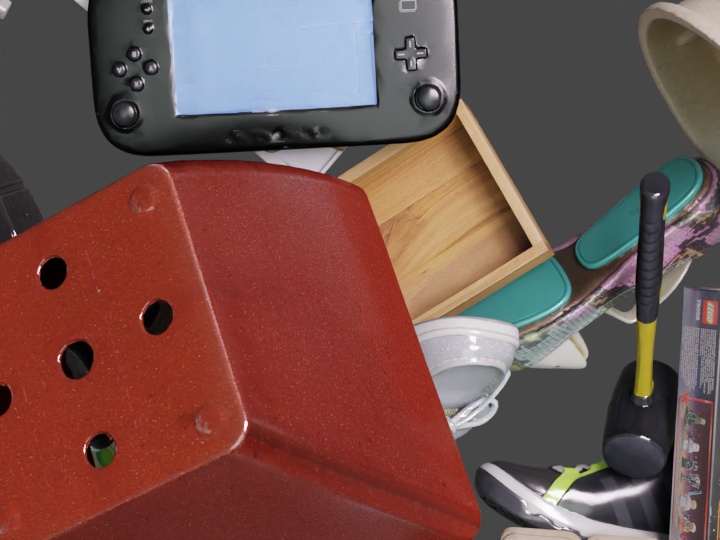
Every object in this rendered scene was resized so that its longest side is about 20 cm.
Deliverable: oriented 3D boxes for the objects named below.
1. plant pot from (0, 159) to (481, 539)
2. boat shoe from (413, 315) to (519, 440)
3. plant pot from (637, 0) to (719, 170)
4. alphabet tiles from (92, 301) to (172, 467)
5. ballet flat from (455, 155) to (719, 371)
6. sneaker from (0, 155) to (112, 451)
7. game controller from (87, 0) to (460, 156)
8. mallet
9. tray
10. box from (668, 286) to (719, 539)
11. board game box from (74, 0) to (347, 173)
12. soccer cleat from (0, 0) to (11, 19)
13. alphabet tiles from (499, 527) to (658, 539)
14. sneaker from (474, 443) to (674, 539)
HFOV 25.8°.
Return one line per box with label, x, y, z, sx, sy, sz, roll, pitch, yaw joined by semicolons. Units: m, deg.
plant pot;-0.087;0.059;0.739;0.199;0.176;0.201;-26;67;14
boat shoe;0.025;0.088;0.875;0.074;0.065;0.202;9;146;-31
plant pot;0.277;-0.111;0.810;0.183;0.200;0.201;-38;102;0
alphabet tiles;-0.085;0.075;0.891;0.167;0.008;0.201;42;120;16
ballet flat;0.131;0.012;0.906;0.199;0.069;0.071;-34;123;10
sneaker;-0.229;0.028;0.907;0.115;0.076;0.202;-23;93;21
game controller;-0.046;-0.118;0.842;0.198;0.042;0.105;-3;107;2
mallet;0.154;0.036;0.852;0.041;0.066;0.201;8;143;16
tray;0.000;0.000;0.898;0.199;0.037;0.099;-32;78;9
box;0.242;0.112;0.891;0.136;0.040;0.202;3;92;-25
board game box;-0.065;-0.155;0.872;0.200;0.035;0.126;39;104;-10
soccer cleat;-0.258;-0.125;0.869;0.085;0.069;0.201;32;109;-12
alphabet tiles;0.127;0.230;0.951;0.193;0.015;0.201;3;128;3
sneaker;0.167;0.132;0.946;0.198;0.072;0.084;17;81;-5
